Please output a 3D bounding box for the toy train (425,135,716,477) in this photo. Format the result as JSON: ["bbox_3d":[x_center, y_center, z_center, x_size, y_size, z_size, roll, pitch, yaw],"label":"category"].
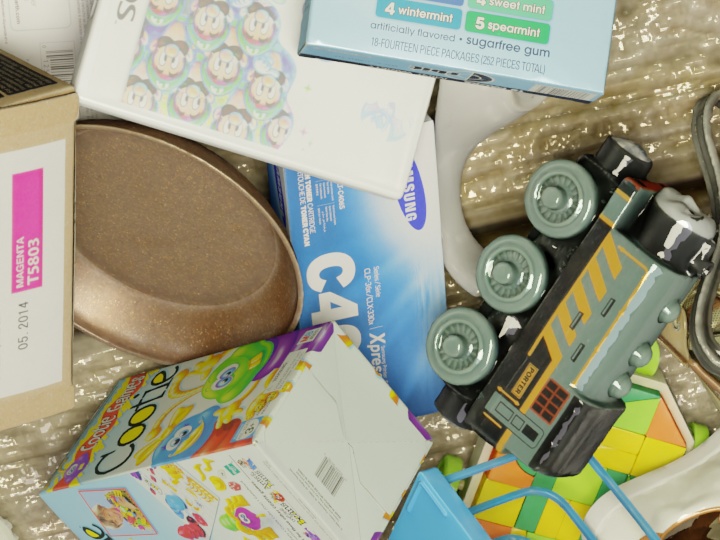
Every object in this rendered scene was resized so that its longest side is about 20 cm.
[{"bbox_3d":[0.124,0.024,1.504,0.114,0.085,0.200,40,105,25],"label":"toy train"}]

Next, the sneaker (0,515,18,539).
[{"bbox_3d":[-0.249,0.256,1.634,0.069,0.099,0.201,-1,113,31],"label":"sneaker"}]

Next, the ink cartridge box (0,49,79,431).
[{"bbox_3d":[-0.237,-0.029,1.481,0.075,0.165,0.201,-16,120,-38],"label":"ink cartridge box"}]

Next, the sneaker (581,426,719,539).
[{"bbox_3d":[0.240,0.141,1.601,0.200,0.085,0.073,-31,129,-15],"label":"sneaker"}]

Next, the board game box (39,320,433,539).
[{"bbox_3d":[-0.075,0.116,1.536,0.200,0.103,0.105,-16,122,44],"label":"board game box"}]

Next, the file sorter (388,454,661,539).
[{"bbox_3d":[0.090,0.218,1.564,0.122,0.139,0.200,-16,144,-34],"label":"file sorter"}]

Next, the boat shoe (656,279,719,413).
[{"bbox_3d":[0.207,0.022,1.553,0.076,0.074,0.200,-44,89,0],"label":"boat shoe"}]

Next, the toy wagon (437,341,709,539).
[{"bbox_3d":[0.140,0.104,1.630,0.155,0.040,0.201,16,112,-10],"label":"toy wagon"}]

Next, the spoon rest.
[{"bbox_3d":[0.074,-0.086,1.525,0.061,0.099,0.201,28,122,34],"label":"spoon rest"}]

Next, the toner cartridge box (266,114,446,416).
[{"bbox_3d":[0.000,0.000,1.553,0.095,0.043,0.201,-14,121,-14],"label":"toner cartridge box"}]

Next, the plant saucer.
[{"bbox_3d":[-0.122,-0.022,1.524,0.200,0.037,0.201,15,140,13],"label":"plant saucer"}]

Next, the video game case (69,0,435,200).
[{"bbox_3d":[-0.045,-0.154,1.457,0.199,0.024,0.183,16,87,-17],"label":"video game case"}]

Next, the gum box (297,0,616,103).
[{"bbox_3d":[0.063,-0.206,1.439,0.169,0.045,0.201,9,85,-7],"label":"gum box"}]

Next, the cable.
[{"bbox_3d":[0.225,-0.038,1.513,0.097,0.200,0.050,28,149,-4],"label":"cable"}]

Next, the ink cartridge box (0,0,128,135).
[{"bbox_3d":[-0.126,-0.142,1.506,0.199,0.042,0.120,-3,113,-1],"label":"ink cartridge box"}]
